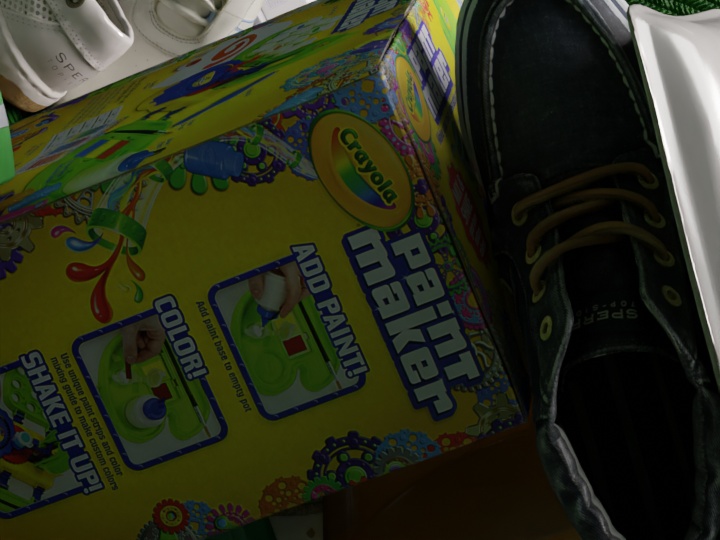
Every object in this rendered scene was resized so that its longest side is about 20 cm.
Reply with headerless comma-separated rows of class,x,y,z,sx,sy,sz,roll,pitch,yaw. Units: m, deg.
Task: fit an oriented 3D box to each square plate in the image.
square plate,0.137,0.010,0.753,0.200,0.028,0.200,-19,94,-73

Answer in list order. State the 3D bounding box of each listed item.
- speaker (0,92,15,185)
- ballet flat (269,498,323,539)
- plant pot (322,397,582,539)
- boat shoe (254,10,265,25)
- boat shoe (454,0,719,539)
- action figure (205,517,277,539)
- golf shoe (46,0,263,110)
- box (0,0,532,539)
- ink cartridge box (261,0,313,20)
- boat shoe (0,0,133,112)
speaker,-0.172,-0.106,0.694,0.088,0.088,0.201,-43,112,-76
ballet flat,-0.029,0.102,1.008,0.200,0.070,0.071,26,44,-71
plant pot,0.064,0.102,0.890,0.201,0.199,0.184,57,8,-40
boat shoe,-0.103,-0.147,1.081,0.200,0.070,0.067,38,35,-52
boat shoe,0.074,-0.006,0.715,0.091,0.070,0.202,8,65,-80
action figure,-0.042,0.153,0.886,0.118,0.054,0.202,4,70,-73
golf shoe,-0.068,-0.124,0.966,0.201,0.078,0.097,-64,-178,-21
box,-0.045,-0.005,0.814,0.200,0.191,0.123,-66,133,-71
ink cartridge box,-0.074,-0.174,1.168,0.094,0.044,0.201,-1,-64,59
boat shoe,-0.137,-0.167,0.950,0.201,0.069,0.071,70,17,10
